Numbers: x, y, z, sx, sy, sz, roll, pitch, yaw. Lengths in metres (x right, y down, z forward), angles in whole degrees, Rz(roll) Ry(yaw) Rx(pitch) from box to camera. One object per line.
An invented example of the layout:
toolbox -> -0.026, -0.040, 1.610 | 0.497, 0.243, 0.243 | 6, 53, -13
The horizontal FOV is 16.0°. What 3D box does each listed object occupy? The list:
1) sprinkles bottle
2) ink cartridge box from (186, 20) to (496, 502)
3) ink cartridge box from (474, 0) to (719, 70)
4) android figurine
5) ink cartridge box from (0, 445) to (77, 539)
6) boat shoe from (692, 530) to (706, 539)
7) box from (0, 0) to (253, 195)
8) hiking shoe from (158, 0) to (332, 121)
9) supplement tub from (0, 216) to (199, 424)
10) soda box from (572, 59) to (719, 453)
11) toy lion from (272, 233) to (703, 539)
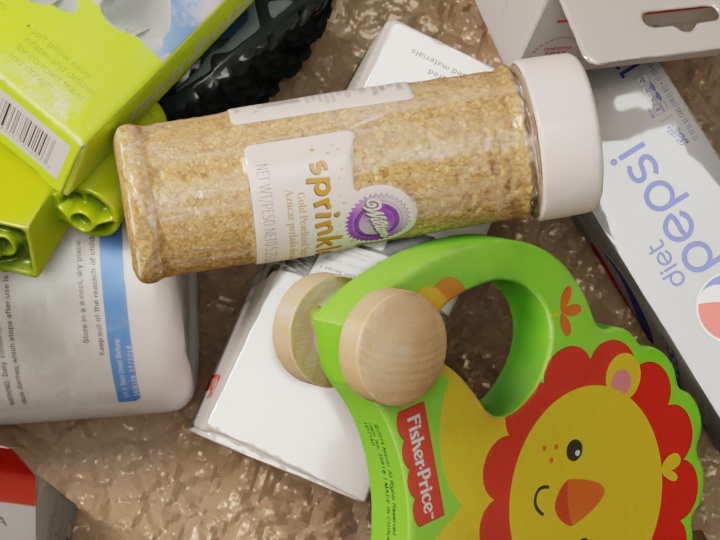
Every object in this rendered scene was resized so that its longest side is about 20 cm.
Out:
sprinkles bottle -> -0.001, -0.043, 1.067 | 0.198, 0.068, 0.069 | -9, 84, -6
ink cartridge box -> 0.000, 0.000, 1.172 | 0.084, 0.146, 0.201 | 25, 86, -4
ink cartridge box -> 0.106, -0.158, 1.173 | 0.114, 0.068, 0.201 | -8, 58, -23
android figurine -> -0.175, -0.063, 1.136 | 0.181, 0.041, 0.201 | 12, 49, 17
ink cartridge box -> -0.220, 0.104, 1.142 | 0.161, 0.200, 0.058 | 7, 82, 3
boat shoe -> 0.068, 0.136, 1.198 | 0.201, 0.075, 0.075 | 9, 81, -9
box -> -0.112, -0.139, 1.115 | 0.122, 0.048, 0.200 | 38, 55, 2
hiking shoe -> -0.050, -0.145, 1.218 | 0.086, 0.075, 0.200 | 36, 63, 9
supplement tub -> -0.178, 0.007, 1.186 | 0.198, 0.132, 0.133 | -3, 84, 1
soda box -> 0.152, -0.010, 1.211 | 0.068, 0.063, 0.201 | -32, 84, -4
toy lion -> 0.069, 0.077, 1.103 | 0.191, 0.068, 0.202 | -22, 109, -33
